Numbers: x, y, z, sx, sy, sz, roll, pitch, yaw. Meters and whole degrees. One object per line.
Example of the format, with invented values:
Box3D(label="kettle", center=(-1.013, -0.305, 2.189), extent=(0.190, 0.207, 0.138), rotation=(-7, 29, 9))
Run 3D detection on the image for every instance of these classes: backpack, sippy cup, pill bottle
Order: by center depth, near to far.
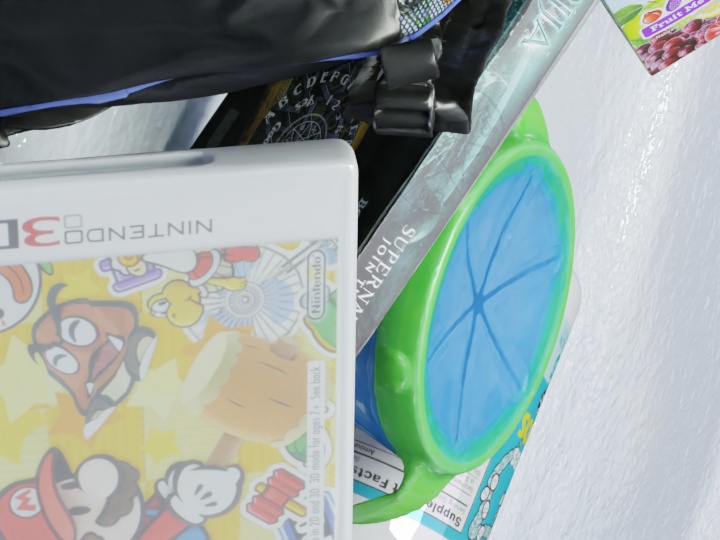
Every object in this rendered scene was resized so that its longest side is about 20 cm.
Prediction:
Box3D(label="backpack", center=(-0.034, -0.130, 0.778), extent=(0.190, 0.199, 0.155), rotation=(-34, 120, -57))
Box3D(label="sippy cup", center=(0.000, 0.000, 0.954), extent=(0.178, 0.130, 0.140), rotation=(-57, 148, -32))
Box3D(label="pill bottle", center=(0.015, 0.074, 1.047), extent=(0.201, 0.110, 0.111), rotation=(-67, 153, -14))

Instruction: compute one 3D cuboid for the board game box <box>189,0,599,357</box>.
Box3D(label="board game box", center=(0.003, -0.061, 0.869), extent=(0.028, 0.135, 0.200), rotation=(35, 89, -36))

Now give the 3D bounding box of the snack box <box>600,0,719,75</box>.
Box3D(label="snack box", center=(0.084, -0.196, 0.975), extent=(0.068, 0.169, 0.200), rotation=(-31, 152, 8))

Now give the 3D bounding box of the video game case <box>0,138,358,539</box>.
Box3D(label="video game case", center=(-0.091, 0.057, 0.789), extent=(0.023, 0.181, 0.201), rotation=(-115, -157, -60))
